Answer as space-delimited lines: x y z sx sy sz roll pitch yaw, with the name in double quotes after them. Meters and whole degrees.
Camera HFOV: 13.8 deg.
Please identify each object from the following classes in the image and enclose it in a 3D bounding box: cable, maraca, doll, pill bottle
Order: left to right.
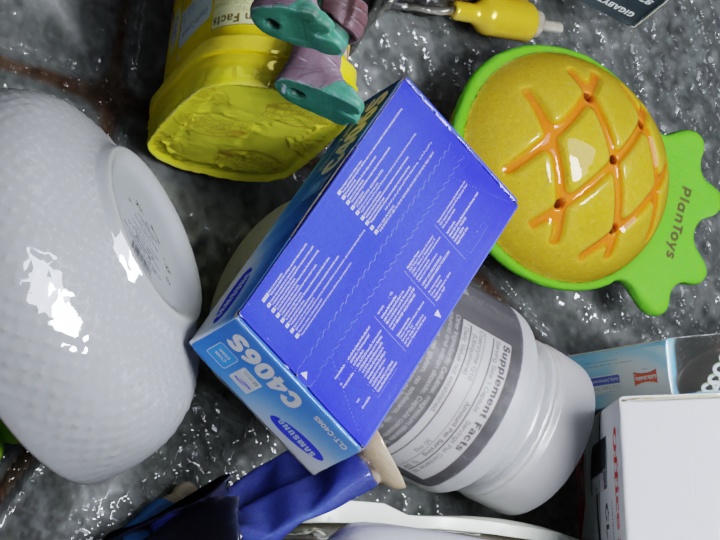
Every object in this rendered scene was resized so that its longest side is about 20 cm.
-0.078 0.132 1.515 0.199 0.136 0.049 -29 112 -4 "doll"
0.024 0.051 1.611 0.199 0.113 0.114 30 66 -30 "pill bottle"
0.030 -0.167 1.691 0.199 0.050 0.098 -13 87 -38 "cable"
0.130 -0.051 1.710 0.199 0.107 0.138 23 77 -31 "maraca"

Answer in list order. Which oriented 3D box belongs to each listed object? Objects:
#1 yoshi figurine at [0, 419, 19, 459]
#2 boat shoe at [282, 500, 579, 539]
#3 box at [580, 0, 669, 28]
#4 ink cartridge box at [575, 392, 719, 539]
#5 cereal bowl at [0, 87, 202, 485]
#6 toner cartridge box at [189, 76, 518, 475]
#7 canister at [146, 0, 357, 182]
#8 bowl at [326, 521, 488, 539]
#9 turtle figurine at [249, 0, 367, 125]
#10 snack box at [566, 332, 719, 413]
-0.240 0.016 1.452 0.200 0.112 0.112 53 15 -1 "yoshi figurine"
0.037 0.163 1.630 0.201 0.072 0.061 9 79 -29 "boat shoe"
0.093 -0.247 1.721 0.199 0.046 0.160 22 47 -32 "box"
0.173 0.148 1.644 0.083 0.200 0.145 -2 82 -4 "ink cartridge box"
-0.135 -0.002 1.458 0.201 0.083 0.200 60 15 -28 "cereal bowl"
0.000 0.000 1.503 0.095 0.043 0.200 47 47 -13 "toner cartridge box"
-0.049 -0.165 1.571 0.086 0.148 0.201 12 72 -17 "canister"
0.014 0.203 1.544 0.199 0.200 0.075 11 42 -39 "bowl"
0.011 -0.181 1.469 0.150 0.100 0.201 50 57 -46 "turtle figurine"
0.217 0.057 1.750 0.199 0.116 0.037 -4 85 -36 "snack box"
